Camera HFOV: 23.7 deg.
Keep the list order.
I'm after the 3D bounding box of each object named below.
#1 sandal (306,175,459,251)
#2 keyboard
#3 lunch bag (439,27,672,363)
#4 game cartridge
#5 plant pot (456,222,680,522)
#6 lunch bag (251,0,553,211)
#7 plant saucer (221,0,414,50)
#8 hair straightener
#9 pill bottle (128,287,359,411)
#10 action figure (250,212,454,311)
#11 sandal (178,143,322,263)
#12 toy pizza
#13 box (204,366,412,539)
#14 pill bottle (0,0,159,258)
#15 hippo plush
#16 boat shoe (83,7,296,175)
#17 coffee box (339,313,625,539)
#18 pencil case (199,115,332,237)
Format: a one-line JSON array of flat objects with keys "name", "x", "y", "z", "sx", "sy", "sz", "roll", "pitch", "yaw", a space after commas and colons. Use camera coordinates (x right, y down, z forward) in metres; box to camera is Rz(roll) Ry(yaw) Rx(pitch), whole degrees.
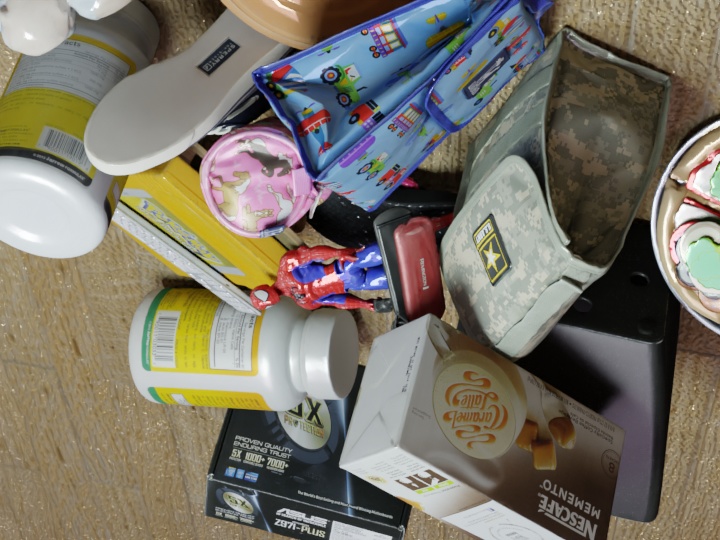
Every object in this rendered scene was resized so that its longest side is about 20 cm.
[{"name": "sandal", "x": 0.034, "y": -0.052, "z": 1.440, "sx": 0.198, "sy": 0.045, "sz": 0.075, "roll": 9, "pitch": 137, "yaw": 25}, {"name": "keyboard", "x": -0.172, "y": -0.018, "z": 1.518, "sx": 0.200, "sy": 0.011, "sz": 0.056, "roll": 37, "pitch": 162, "yaw": -21}, {"name": "lunch bag", "x": 0.138, "y": -0.046, "z": 1.277, "sx": 0.117, "sy": 0.201, "sz": 0.164, "roll": 22, "pitch": 146, "yaw": -10}, {"name": "game cartridge", "x": -0.157, "y": -0.043, "z": 1.485, "sx": 0.176, "sy": 0.033, "sz": 0.199, "roll": 41, "pitch": 162, "yaw": -32}, {"name": "plant pot", "x": 0.176, "y": 0.061, "z": 1.433, "sx": 0.198, "sy": 0.200, "sz": 0.178, "roll": 13, "pitch": 135, "yaw": 5}, {"name": "lunch bag", "x": 0.046, "y": -0.142, "z": 1.209, "sx": 0.199, "sy": 0.094, "sz": 0.150, "roll": -33, "pitch": 166, "yaw": 10}, {"name": "plant saucer", "x": -0.026, "y": -0.233, "z": 1.192, "sx": 0.198, "sy": 0.032, "sz": 0.201, "roll": 7, "pitch": 132, "yaw": 8}, {"name": "hair straightener", "x": 0.045, "y": 0.040, "z": 1.355, "sx": 0.077, "sy": 0.041, "sz": 0.201, "roll": 32, "pitch": 143, "yaw": 57}, {"name": "pill bottle", "x": -0.108, "y": 0.075, "z": 1.623, "sx": 0.198, "sy": 0.113, "sz": 0.113, "roll": 1, "pitch": 143, "yaw": 20}, {"name": "action figure", "x": 0.000, "y": 0.000, "z": 1.398, "sx": 0.199, "sy": 0.052, "sz": 0.066, "roll": -14, "pitch": 128, "yaw": 21}, {"name": "sandal", "x": -0.094, "y": -0.083, "z": 1.433, "sx": 0.211, "sy": 0.070, "sz": 0.077, "roll": 38, "pitch": 164, "yaw": -19}, {"name": "toy pizza", "x": 0.317, "y": -0.026, "z": 1.303, "sx": 0.199, "sy": 0.032, "sz": 0.202, "roll": 9, "pitch": 116, "yaw": 18}, {"name": "box", "x": -0.038, "y": 0.178, "z": 1.695, "sx": 0.198, "sy": 0.165, "sz": 0.086, "roll": 15, "pitch": 146, "yaw": 3}, {"name": "pill bottle", "x": -0.220, "y": -0.118, "z": 1.317, "sx": 0.111, "sy": 0.201, "sz": 0.112, "roll": 11, "pitch": 146, "yaw": 7}, {"name": "hippo plush", "x": -0.224, "y": -0.263, "z": 1.205, "sx": 0.161, "sy": 0.159, "sz": 0.200, "roll": 59, "pitch": 174, "yaw": -23}, {"name": "boat shoe", "x": -0.121, "y": -0.122, "z": 1.292, "sx": 0.075, "sy": 0.200, "sz": 0.093, "roll": 43, "pitch": 158, "yaw": 19}, {"name": "coffee box", "x": 0.095, "y": 0.134, "z": 1.288, "sx": 0.199, "sy": 0.115, "sz": 0.080, "roll": 32, "pitch": 148, "yaw": -23}, {"name": "pencil case", "x": -0.063, "y": -0.076, "z": 1.305, "sx": 0.083, "sy": 0.200, "sz": 0.087, "roll": -40, "pitch": 94, "yaw": 9}]
